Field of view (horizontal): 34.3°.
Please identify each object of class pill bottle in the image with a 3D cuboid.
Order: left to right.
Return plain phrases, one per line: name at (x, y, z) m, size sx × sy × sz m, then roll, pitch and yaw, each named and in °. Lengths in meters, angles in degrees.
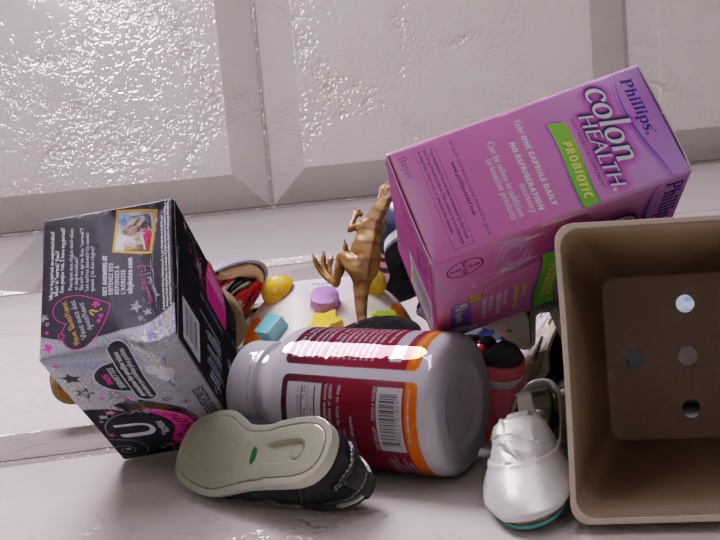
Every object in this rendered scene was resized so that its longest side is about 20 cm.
pill bottle at (-0.005, 0.103, 0.949) m, size 0.199 × 0.114 × 0.113 m, roll 1°, pitch 11°, yaw 31°

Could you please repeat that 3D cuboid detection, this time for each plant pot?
plant pot at (0.248, 0.067, 0.848) m, size 0.198 × 0.201 × 0.177 m, roll -4°, pitch -3°, yaw 10°

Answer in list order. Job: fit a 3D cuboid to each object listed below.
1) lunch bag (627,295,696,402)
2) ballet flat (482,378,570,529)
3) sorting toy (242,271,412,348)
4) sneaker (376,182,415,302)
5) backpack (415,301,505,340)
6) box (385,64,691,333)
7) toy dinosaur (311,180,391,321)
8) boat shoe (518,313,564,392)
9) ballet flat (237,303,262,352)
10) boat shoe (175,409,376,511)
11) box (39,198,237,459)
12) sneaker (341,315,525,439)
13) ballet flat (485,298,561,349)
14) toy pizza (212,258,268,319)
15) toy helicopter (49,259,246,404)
lunch bag at (0.319, 0.066, 1.095) m, size 0.160 × 0.083 × 0.200 m, roll -2°, pitch 10°, yaw 23°
ballet flat at (0.125, 0.127, 0.871) m, size 0.069 × 0.070 × 0.200 m, roll -3°, pitch 10°, yaw 15°
sorting toy at (-0.030, 0.088, 1.196) m, size 0.199 × 0.107 × 0.180 m, roll -5°, pitch 28°, yaw -2°
sneaker at (0.041, -0.027, 1.298) m, size 0.070 × 0.082 × 0.200 m, roll -11°, pitch -23°, yaw -11°
backpack at (0.164, 0.010, 1.251) m, size 0.200 × 0.147 × 0.183 m, roll -45°, pitch -6°, yaw 12°
box at (0.131, -0.044, 0.903) m, size 0.199 × 0.097 × 0.176 m, roll -20°, pitch -22°, yaw -4°
toy dinosaur at (0.000, 0.000, 1.174) m, size 0.060 × 0.201 × 0.106 m, roll 9°, pitch -4°, yaw -30°
boat shoe at (0.194, 0.066, 1.093) m, size 0.068 × 0.075 × 0.200 m, roll -6°, pitch 29°, yaw 48°
ballet flat at (-0.084, 0.069, 1.337) m, size 0.199 × 0.073 × 0.072 m, roll -6°, pitch 7°, yaw 36°
boat shoe at (-0.073, 0.151, 0.901) m, size 0.199 × 0.072 × 0.068 m, roll -5°, pitch -32°, yaw 46°
box at (-0.179, 0.056, 0.970) m, size 0.114 × 0.133 × 0.200 m, roll -10°, pitch -31°, yaw 5°
sneaker at (0.049, 0.097, 1.021) m, size 0.199 × 0.087 × 0.074 m, roll 11°, pitch 21°, yaw 35°
ballet flat at (0.162, 0.034, 1.012) m, size 0.199 × 0.073 × 0.072 m, roll -3°, pitch 9°, yaw 11°
toy pizza at (-0.175, 0.062, 1.252) m, size 0.200 × 0.032 × 0.200 m, roll -36°, pitch -16°, yaw -12°
toy helicopter at (-0.206, 0.083, 1.145) m, size 0.199 × 0.133 × 0.079 m, roll -24°, pitch 40°, yaw -3°
